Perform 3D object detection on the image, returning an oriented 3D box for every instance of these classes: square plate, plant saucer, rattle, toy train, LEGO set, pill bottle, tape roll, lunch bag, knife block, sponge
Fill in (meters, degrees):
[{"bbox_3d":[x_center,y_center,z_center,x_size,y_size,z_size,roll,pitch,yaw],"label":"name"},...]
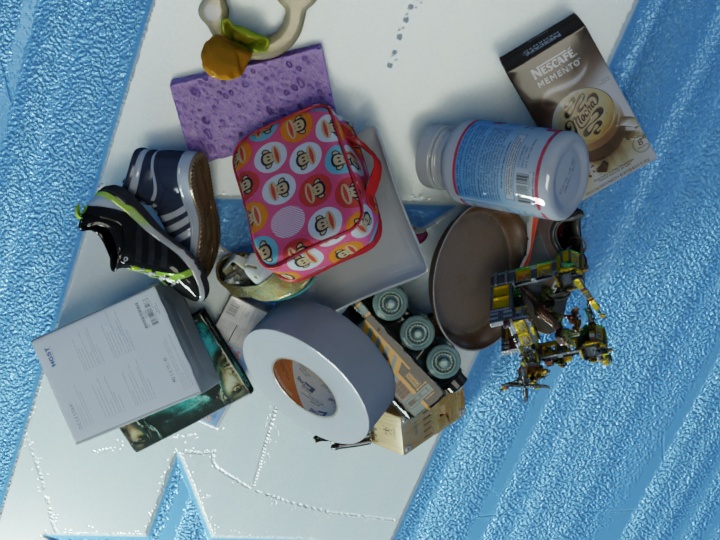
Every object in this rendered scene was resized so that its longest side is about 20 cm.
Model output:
[{"bbox_3d":[-0.024,-0.055,1.527,0.200,0.028,0.198,-24,82,28],"label":"square plate"},{"bbox_3d":[0.152,0.005,1.565,0.200,0.032,0.201,-14,109,-44],"label":"plant saucer"},{"bbox_3d":[-0.105,-0.327,1.415,0.200,0.143,0.130,-30,93,17],"label":"rattle"},{"bbox_3d":[0.047,0.100,1.565,0.114,0.085,0.200,-42,98,2],"label":"toy train"},{"bbox_3d":[0.244,0.082,1.539,0.153,0.116,0.200,-6,128,13],"label":"LEGO set"},{"bbox_3d":[0.172,-0.129,1.478,0.200,0.109,0.109,13,119,35],"label":"pill bottle"},{"bbox_3d":[-0.054,0.131,1.543,0.200,0.066,0.200,27,144,22],"label":"tape roll"},{"bbox_3d":[-0.056,-0.101,1.452,0.176,0.200,0.082,-24,151,17],"label":"lunch bag"},{"bbox_3d":[0.026,0.189,1.689,0.200,0.175,0.064,-27,122,-39],"label":"knife block"},{"bbox_3d":[-0.133,-0.211,1.520,0.200,0.030,0.112,-13,114,3],"label":"sponge"}]

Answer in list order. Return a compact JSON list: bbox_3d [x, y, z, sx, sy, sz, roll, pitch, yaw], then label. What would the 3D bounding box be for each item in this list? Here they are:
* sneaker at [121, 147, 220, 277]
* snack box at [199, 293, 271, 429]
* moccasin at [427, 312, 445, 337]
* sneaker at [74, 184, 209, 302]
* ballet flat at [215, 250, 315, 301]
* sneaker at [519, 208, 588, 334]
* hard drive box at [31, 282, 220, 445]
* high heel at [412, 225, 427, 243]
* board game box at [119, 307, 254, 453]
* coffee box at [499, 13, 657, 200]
[{"bbox_3d":[-0.248,-0.076,1.556,0.108,0.070,0.200,10,131,14],"label":"sneaker"},{"bbox_3d":[-0.190,0.127,1.666,0.072,0.024,0.200,26,110,-11],"label":"snack box"},{"bbox_3d":[0.017,0.095,1.635,0.201,0.074,0.078,-10,99,6],"label":"moccasin"},{"bbox_3d":[-0.283,-0.018,1.520,0.200,0.072,0.083,46,61,-13],"label":"sneaker"},{"bbox_3d":[-0.131,0.002,1.533,0.071,0.200,0.071,1,88,-31],"label":"ballet flat"},{"bbox_3d":[0.260,0.001,1.581,0.077,0.082,0.200,-17,117,-30],"label":"sneaker"},{"bbox_3d":[-0.314,0.122,1.596,0.200,0.077,0.156,-23,91,15],"label":"hard drive box"},{"bbox_3d":[0.000,0.000,1.589,0.200,0.067,0.096,-13,103,9],"label":"high heel"},{"bbox_3d":[-0.264,0.155,1.654,0.200,0.028,0.135,-29,101,16],"label":"board game box"},{"bbox_3d":[0.273,-0.206,1.505,0.113,0.080,0.200,-30,111,12],"label":"coffee box"}]
